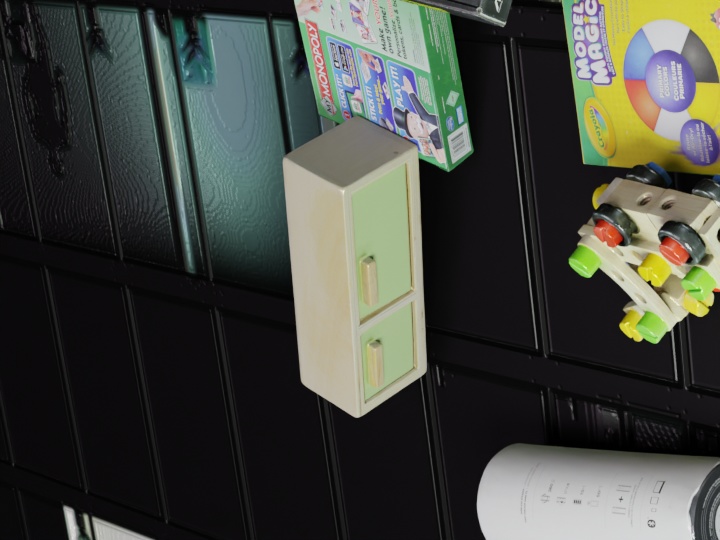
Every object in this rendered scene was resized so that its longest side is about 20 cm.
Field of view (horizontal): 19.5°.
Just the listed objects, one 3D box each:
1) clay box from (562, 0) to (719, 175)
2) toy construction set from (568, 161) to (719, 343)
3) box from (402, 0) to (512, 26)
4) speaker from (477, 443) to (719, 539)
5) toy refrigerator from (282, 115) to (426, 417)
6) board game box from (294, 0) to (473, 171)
[{"bbox_3d":[0.194,-0.119,1.269,0.199,0.047,0.116,7,113,47],"label":"clay box"},{"bbox_3d":[0.208,-0.006,1.256,0.199,0.092,0.131,-1,138,48],"label":"toy construction set"},{"bbox_3d":[0.028,-0.270,1.298,0.192,0.047,0.201,19,95,31],"label":"box"},{"bbox_3d":[0.171,0.160,1.403,0.199,0.081,0.082,-2,106,49],"label":"speaker"},{"bbox_3d":[0.000,0.000,1.506,0.070,0.076,0.201,29,136,37],"label":"toy refrigerator"},{"bbox_3d":[0.007,-0.176,1.434,0.134,0.029,0.201,28,142,40],"label":"board game box"}]
